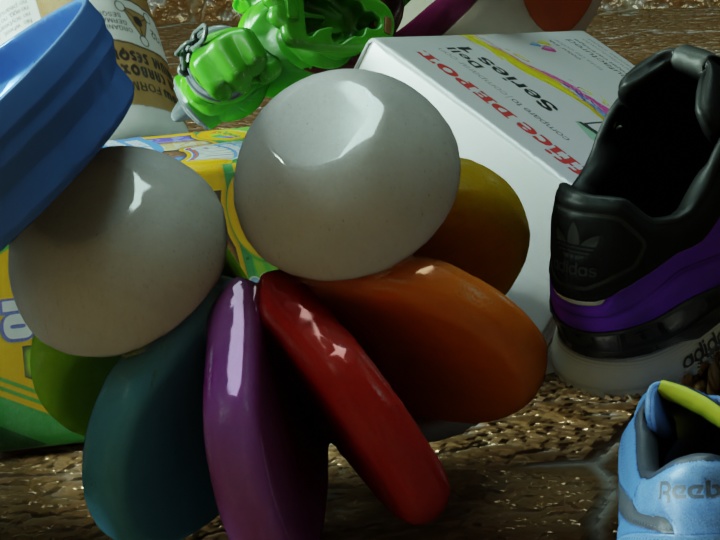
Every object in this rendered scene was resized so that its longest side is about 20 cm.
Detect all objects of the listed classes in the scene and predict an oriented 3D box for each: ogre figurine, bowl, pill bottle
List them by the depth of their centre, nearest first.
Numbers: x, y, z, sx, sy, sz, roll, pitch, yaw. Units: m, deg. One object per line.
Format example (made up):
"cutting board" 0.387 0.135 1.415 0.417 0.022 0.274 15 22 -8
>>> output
"bowl" -0.163 -0.019 0.684 0.200 0.039 0.201 -35 17 12
"ogre figurine" -0.016 -0.118 0.892 0.120 0.098 0.201 -27 25 56
"pill bottle" -0.156 -0.077 1.096 0.113 0.201 0.115 -16 -25 -8

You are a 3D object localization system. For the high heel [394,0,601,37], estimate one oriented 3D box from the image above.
"high heel" 0.044 -0.124 0.990 0.200 0.068 0.096 -42 34 -16

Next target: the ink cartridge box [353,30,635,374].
"ink cartridge box" 0.090 -0.039 0.880 0.145 0.084 0.199 39 27 24

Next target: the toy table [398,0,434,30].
"toy table" 0.064 -0.093 1.174 0.183 0.118 0.200 32 -8 -24

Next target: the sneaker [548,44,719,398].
"sneaker" 0.139 -0.044 0.713 0.069 0.100 0.200 15 42 41

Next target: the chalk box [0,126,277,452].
"chalk box" -0.084 0.002 0.913 0.198 0.126 0.124 -7 12 -9

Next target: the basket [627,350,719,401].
"basket" 0.220 -0.021 0.878 0.148 0.144 0.199 5 16 39

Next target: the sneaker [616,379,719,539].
"sneaker" 0.122 0.067 0.666 0.065 0.079 0.200 -3 11 10

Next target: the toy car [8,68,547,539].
"toy car" -0.026 0.038 0.707 0.198 0.175 0.151 -17 53 7
